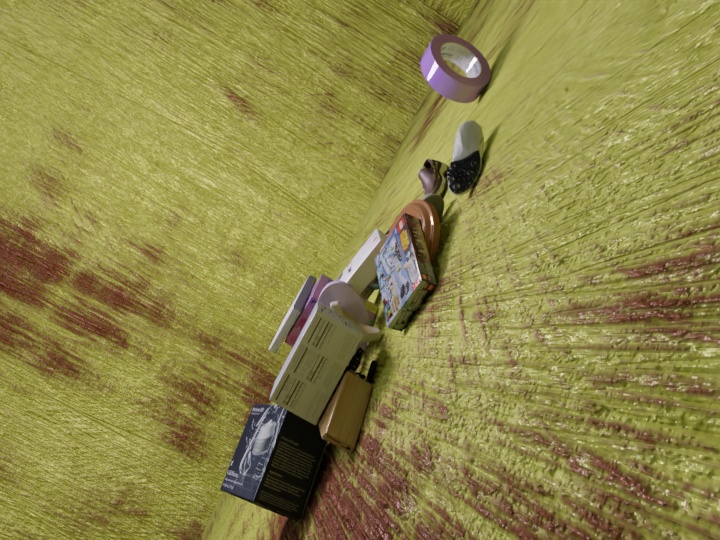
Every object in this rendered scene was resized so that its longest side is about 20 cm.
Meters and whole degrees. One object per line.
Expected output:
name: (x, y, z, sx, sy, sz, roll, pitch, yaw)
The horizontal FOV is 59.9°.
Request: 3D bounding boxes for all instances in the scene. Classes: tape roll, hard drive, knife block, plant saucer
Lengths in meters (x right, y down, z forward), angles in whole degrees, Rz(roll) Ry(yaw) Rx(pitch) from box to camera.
tape roll: (0.270, -0.573, 1.773, 0.066, 0.198, 0.202, -51, 12, 50)
hard drive: (-0.182, 0.118, 1.678, 0.201, 0.026, 0.133, -57, 7, 43)
knife block: (-0.017, 0.245, 1.232, 0.178, 0.063, 0.200, -63, 6, -4)
plant saucer: (0.103, -0.055, 1.352, 0.200, 0.032, 0.204, -43, 40, 50)

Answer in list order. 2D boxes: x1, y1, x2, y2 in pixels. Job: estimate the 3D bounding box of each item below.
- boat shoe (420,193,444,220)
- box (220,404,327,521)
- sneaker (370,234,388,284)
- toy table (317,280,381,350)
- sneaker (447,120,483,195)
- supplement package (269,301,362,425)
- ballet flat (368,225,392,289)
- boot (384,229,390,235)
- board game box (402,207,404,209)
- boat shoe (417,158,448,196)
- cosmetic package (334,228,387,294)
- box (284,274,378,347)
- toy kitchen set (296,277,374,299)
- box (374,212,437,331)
boat shoe: (0.127, -0.090, 1.452, 0.202, 0.074, 0.069, -61, 12, 12)
box: (-0.181, 0.403, 1.339, 0.199, 0.123, 0.200, -18, 45, 56)
sneaker: (0.079, -0.030, 1.574, 0.199, 0.087, 0.075, -40, 58, 21)
toy table: (-0.044, 0.140, 1.455, 0.181, 0.203, 0.117, -20, 17, 7)
sneaker: (0.228, -0.232, 1.339, 0.073, 0.070, 0.203, 70, -150, -51)
supplement package: (-0.091, 0.187, 1.300, 0.203, 0.110, 0.156, -61, 4, 1)
ballet flat: (0.081, -0.035, 1.714, 0.063, 0.067, 0.203, -1, 58, 51)
boot: (0.109, -0.097, 1.631, 0.202, 0.075, 0.074, -60, 5, 11)
board game box: (0.098, -0.090, 1.890, 0.203, 0.032, 0.120, -62, 2, 10)
boat shoe: (0.179, -0.233, 1.629, 0.075, 0.074, 0.203, -57, 8, 29)
cosmetic package: (0.000, 0.000, 1.514, 0.201, 0.050, 0.083, -52, 20, 15)
box: (-0.078, 0.143, 1.651, 0.201, 0.174, 0.097, -55, 8, 38)
toy kitchen set: (-0.034, 0.076, 1.786, 0.197, 0.165, 0.181, -12, 27, 40)
box: (0.087, 0.001, 1.263, 0.138, 0.039, 0.202, -57, 28, 36)
